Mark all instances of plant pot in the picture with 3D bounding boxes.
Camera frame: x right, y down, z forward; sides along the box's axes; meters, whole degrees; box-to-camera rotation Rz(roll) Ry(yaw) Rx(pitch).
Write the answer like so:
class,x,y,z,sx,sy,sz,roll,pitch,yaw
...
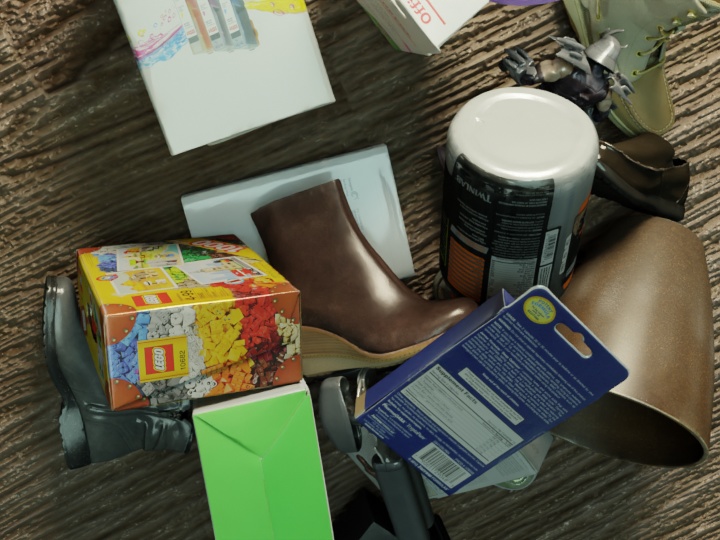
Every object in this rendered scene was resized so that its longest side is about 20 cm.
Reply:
class,x,y,z,sx,sy,sz,roll,pitch,yaw
plant pot,0.258,0.056,0.885,0.186,0.187,0.201,29,68,-14

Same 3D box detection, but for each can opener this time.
class,x,y,z,sx,sy,sz,roll,pitch,yaw
can opener,0.015,0.177,0.868,0.066,0.053,0.201,-7,119,18

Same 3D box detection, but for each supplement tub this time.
class,x,y,z,sx,sy,sz,roll,pitch,yaw
supplement tub,0.129,-0.044,0.798,0.122,0.123,0.201,-8,139,-6

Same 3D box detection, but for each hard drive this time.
class,x,y,z,sx,sy,sz,roll,pitch,yaw
hard drive,-0.058,-0.033,0.897,0.199,0.025,0.133,-15,106,-4

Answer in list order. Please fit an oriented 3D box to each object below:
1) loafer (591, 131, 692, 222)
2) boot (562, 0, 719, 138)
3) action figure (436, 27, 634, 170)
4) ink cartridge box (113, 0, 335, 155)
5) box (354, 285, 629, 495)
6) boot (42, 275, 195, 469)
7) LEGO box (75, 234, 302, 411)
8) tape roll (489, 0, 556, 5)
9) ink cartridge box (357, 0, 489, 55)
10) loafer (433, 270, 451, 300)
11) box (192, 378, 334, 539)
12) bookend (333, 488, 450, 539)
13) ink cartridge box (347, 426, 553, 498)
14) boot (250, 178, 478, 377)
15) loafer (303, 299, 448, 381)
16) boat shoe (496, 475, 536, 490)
class,x,y,z,sx,sy,sz,roll,pitch,yaw
loafer,0.251,-0.098,0.869,0.199,0.073,0.072,11,98,-51
boot,0.268,-0.211,0.825,0.072,0.154,0.201,-34,107,-23
action figure,0.161,-0.146,0.843,0.130,0.070,0.200,27,125,-29
ink cartridge box,-0.122,-0.217,0.776,0.144,0.145,0.201,-18,107,-3
box,0.107,0.096,0.766,0.200,0.032,0.121,-39,112,25
boot,-0.229,0.090,0.894,0.131,0.070,0.201,-9,113,-13
LEGO box,-0.148,0.034,0.770,0.148,0.200,0.078,-7,107,-21
tape roll,0.142,-0.325,0.768,0.199,0.066,0.202,-5,73,17
ink cartridge box,0.035,-0.243,0.762,0.067,0.200,0.117,-40,107,4
loafer,0.140,0.083,0.936,0.072,0.063,0.200,-35,107,3
box,-0.080,0.183,0.794,0.096,0.176,0.201,-10,99,-10
bookend,-0.043,0.299,0.954,0.200,0.092,0.199,36,96,-14
ink cartridge box,0.074,0.161,0.898,0.109,0.050,0.200,50,137,-11
boot,0.000,0.000,0.819,0.199,0.072,0.167,-14,93,28
loafer,0.013,0.079,0.904,0.199,0.072,0.063,-10,142,14
boat shoe,0.113,0.161,0.954,0.072,0.062,0.200,-43,106,5
